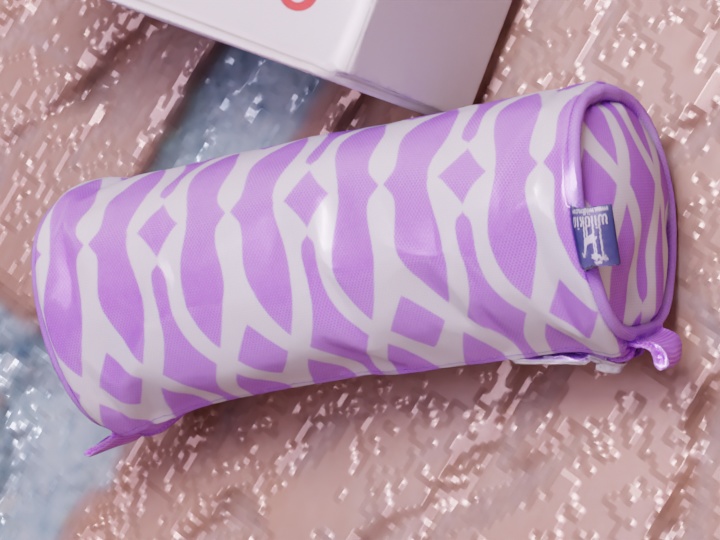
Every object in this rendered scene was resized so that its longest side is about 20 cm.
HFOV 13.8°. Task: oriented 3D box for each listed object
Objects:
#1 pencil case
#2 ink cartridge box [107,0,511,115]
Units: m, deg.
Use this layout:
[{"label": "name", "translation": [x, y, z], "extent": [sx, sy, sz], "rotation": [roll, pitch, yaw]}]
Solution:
[{"label": "pencil case", "translation": [0.000, 0.000, 0.883], "extent": [0.200, 0.084, 0.086], "rotation": [-8, 101, 29]}, {"label": "ink cartridge box", "translation": [-0.009, -0.162, 0.906], "extent": [0.146, 0.084, 0.200], "rotation": [23, 93, 30]}]
